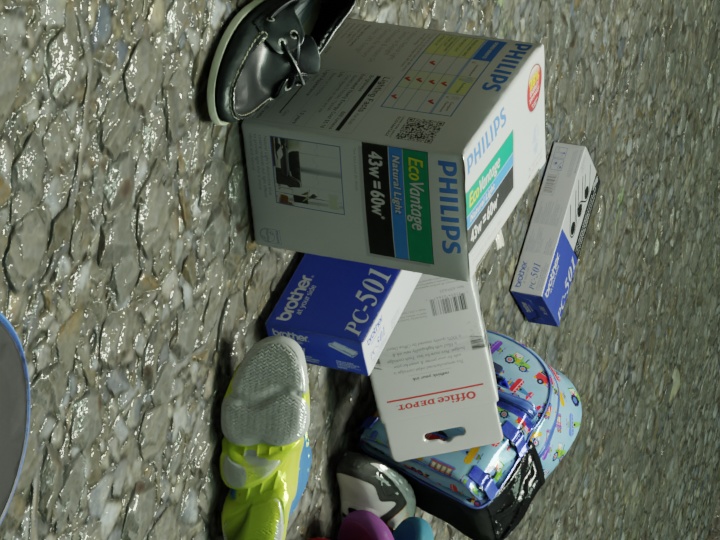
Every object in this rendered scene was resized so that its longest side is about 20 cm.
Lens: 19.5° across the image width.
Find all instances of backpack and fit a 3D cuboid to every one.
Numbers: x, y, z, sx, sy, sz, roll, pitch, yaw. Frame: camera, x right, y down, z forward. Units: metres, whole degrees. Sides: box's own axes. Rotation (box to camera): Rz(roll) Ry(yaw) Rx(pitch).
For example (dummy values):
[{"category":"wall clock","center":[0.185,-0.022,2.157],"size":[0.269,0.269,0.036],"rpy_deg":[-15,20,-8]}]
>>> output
[{"category":"backpack","center":[0.117,0.146,2.077],"size":[0.200,0.182,0.135],"rpy_deg":[-50,148,-20]}]

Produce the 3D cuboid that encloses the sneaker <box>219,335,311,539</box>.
[{"category":"sneaker","center":[-0.078,0.142,1.797],"size":[0.105,0.075,0.201],"rpy_deg":[-51,154,-72]}]

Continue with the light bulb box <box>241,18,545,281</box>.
[{"category":"light bulb box","center":[0.033,-0.107,1.768],"size":[0.198,0.199,0.126],"rpy_deg":[-54,147,-48]}]

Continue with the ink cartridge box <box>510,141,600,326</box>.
[{"category":"ink cartridge box","center":[0.236,-0.044,2.526],"size":[0.094,0.044,0.201],"rpy_deg":[54,50,-59]}]

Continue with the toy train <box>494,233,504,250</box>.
[{"category":"toy train","center":[0.101,-0.118,2.096],"size":[0.201,0.055,0.151],"rpy_deg":[74,11,-46]}]

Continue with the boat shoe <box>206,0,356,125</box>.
[{"category":"boat shoe","center":[-0.058,-0.181,1.686],"size":[0.200,0.066,0.075],"rpy_deg":[-54,147,-49]}]

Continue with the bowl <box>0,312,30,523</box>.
[{"category":"bowl","center":[-0.271,0.109,1.316],"size":[0.200,0.039,0.202],"rpy_deg":[10,90,-69]}]

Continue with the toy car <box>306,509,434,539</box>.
[{"category":"toy car","center":[0.011,0.303,1.976],"size":[0.199,0.175,0.151],"rpy_deg":[-23,81,-32]}]

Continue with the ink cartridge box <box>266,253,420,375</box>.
[{"category":"ink cartridge box","center":[0.000,0.000,1.857],"size":[0.044,0.093,0.201],"rpy_deg":[79,30,-44]}]

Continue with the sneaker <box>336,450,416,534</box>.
[{"category":"sneaker","center":[0.014,0.257,2.065],"size":[0.080,0.073,0.201],"rpy_deg":[-51,142,-29]}]

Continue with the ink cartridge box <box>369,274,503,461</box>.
[{"category":"ink cartridge box","center":[0.062,0.069,1.973],"size":[0.067,0.115,0.201],"rpy_deg":[-88,167,-67]}]
